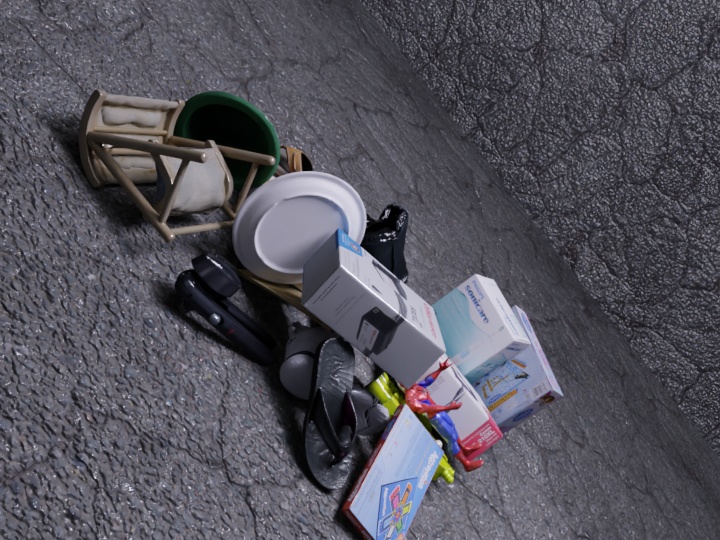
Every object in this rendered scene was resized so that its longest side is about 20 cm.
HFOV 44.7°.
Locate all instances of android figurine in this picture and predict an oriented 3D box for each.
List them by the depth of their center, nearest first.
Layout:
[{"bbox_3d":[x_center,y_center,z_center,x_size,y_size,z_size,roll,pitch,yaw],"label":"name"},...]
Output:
[{"bbox_3d":[0.083,0.251,1.387,0.200,0.041,0.182,53,6,7],"label":"android figurine"}]

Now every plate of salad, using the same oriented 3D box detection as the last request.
[{"bbox_3d":[-0.090,-0.064,1.280,0.200,0.200,0.048,35,21,-37],"label":"plate of salad"}]

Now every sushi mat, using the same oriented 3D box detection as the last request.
[{"bbox_3d":[-0.091,0.045,1.307,0.199,0.012,0.096,29,10,32],"label":"sushi mat"}]

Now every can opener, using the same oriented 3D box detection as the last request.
[{"bbox_3d":[-0.176,0.064,1.180,0.200,0.078,0.064,53,26,-33],"label":"can opener"}]

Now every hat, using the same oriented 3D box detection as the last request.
[{"bbox_3d":[-0.201,-0.249,1.419,0.199,0.166,0.176,25,37,-3],"label":"hat"}]

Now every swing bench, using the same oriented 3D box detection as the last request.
[{"bbox_3d":[-0.263,-0.150,1.226,0.199,0.130,0.199,32,18,17],"label":"swing bench"}]

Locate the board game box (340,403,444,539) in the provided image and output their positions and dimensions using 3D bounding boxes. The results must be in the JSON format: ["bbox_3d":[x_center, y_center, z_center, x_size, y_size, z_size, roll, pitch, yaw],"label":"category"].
[{"bbox_3d":[0.049,0.292,1.219,0.103,0.019,0.200,52,42,-16],"label":"board game box"}]

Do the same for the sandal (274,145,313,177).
[{"bbox_3d":[-0.104,-0.167,1.468,0.200,0.055,0.082,48,20,13],"label":"sandal"}]

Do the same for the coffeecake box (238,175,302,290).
[{"bbox_3d":[-0.120,-0.068,1.418,0.153,0.073,0.200,36,18,-22],"label":"coffeecake box"}]

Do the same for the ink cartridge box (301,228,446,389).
[{"bbox_3d":[0.017,0.052,1.243,0.200,0.084,0.145,40,15,-17],"label":"ink cartridge box"}]

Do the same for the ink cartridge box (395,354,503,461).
[{"bbox_3d":[0.137,0.204,1.479,0.200,0.084,0.145,50,5,-21],"label":"ink cartridge box"}]

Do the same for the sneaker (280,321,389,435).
[{"bbox_3d":[-0.035,0.153,1.277,0.200,0.075,0.115,38,27,-29],"label":"sneaker"}]

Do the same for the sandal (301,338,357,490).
[{"bbox_3d":[-0.036,0.190,1.163,0.075,0.048,0.202,6,81,-32],"label":"sandal"}]

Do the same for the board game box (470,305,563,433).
[{"bbox_3d":[0.252,0.199,1.628,0.041,0.200,0.200,33,29,-41],"label":"board game box"}]

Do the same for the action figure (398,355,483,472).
[{"bbox_3d":[0.143,0.218,1.370,0.200,0.099,0.065,45,20,-21],"label":"action figure"}]

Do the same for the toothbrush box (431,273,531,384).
[{"bbox_3d":[0.187,0.124,1.611,0.085,0.200,0.147,14,42,-56],"label":"toothbrush box"}]

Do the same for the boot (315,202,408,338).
[{"bbox_3d":[0.000,0.000,1.389,0.076,0.200,0.169,37,-28,31],"label":"boot"}]
